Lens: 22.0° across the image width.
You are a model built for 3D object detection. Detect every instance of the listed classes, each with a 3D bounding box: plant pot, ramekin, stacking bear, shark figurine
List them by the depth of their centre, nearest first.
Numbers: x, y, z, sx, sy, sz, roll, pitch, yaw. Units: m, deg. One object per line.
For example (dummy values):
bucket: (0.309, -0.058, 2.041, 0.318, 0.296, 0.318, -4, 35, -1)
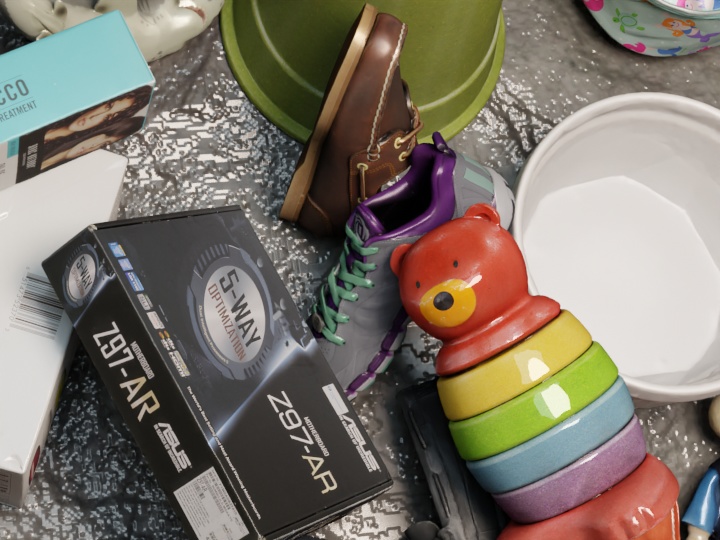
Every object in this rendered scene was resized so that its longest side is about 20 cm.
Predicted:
stacking bear: (0.090, 0.062, 1.078, 0.200, 0.121, 0.114, 61, 29, -3)
shark figurine: (-0.200, -0.178, 1.176, 0.128, 0.214, 0.089, -54, 47, 7)
plant pot: (0.022, -0.196, 1.179, 0.199, 0.190, 0.201, 4, 73, -12)
ramekin: (0.181, -0.004, 1.199, 0.199, 0.105, 0.201, 3, 73, -10)

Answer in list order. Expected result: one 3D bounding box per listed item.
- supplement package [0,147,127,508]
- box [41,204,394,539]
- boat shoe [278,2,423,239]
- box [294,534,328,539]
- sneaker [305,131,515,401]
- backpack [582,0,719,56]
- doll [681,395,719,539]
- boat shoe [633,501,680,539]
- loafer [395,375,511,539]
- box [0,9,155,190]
supplement package: (-0.242, 0.017, 1.098, 0.155, 0.111, 0.201, 18, 70, -6)
box: (-0.078, 0.062, 1.063, 0.200, 0.043, 0.160, 61, 27, 10)
boat shoe: (0.004, -0.086, 1.138, 0.070, 0.200, 0.071, 23, 58, 0)
box: (-0.016, 0.223, 1.014, 0.199, 0.148, 0.107, 11, 101, 17)
sneaker: (0.000, 0.000, 1.134, 0.200, 0.087, 0.074, -48, 45, 7)
backpack: (0.241, -0.245, 1.270, 0.199, 0.151, 0.178, -18, 79, -12)
doll: (0.275, 0.169, 1.194, 0.136, 0.048, 0.201, -18, 81, -17)
boat shoe: (0.170, 0.210, 1.134, 0.071, 0.063, 0.200, 28, 55, -16)
loafer: (0.063, 0.164, 1.146, 0.070, 0.068, 0.201, -9, 78, 6)
box: (-0.216, -0.074, 1.030, 0.200, 0.082, 0.049, -25, 80, -18)
